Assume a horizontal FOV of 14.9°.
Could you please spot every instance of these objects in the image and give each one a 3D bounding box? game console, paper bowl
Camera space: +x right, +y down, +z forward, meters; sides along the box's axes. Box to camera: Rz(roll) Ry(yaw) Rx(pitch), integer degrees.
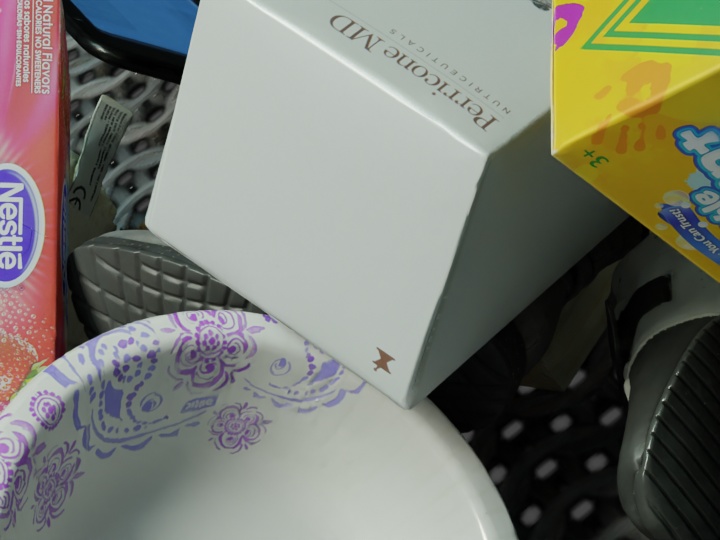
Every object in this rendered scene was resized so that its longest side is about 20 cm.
[{"bbox_3d":[-0.061,-0.151,1.308,0.176,0.117,0.200,-40,34,-3],"label":"game console"},{"bbox_3d":[-0.050,0.123,0.917,0.201,0.200,0.104,-63,7,-34],"label":"paper bowl"}]

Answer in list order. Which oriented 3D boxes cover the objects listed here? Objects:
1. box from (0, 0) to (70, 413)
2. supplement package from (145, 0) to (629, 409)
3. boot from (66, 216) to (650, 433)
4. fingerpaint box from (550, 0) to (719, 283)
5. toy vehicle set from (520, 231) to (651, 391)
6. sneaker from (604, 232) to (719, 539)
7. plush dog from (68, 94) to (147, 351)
[{"bbox_3d":[-0.161,-0.005,1.069,0.095,0.100,0.201,0,75,-4],"label":"box"},{"bbox_3d":[0.039,-0.068,0.946,0.117,0.118,0.200,34,44,17],"label":"supplement package"},{"bbox_3d":[0.000,0.000,1.041,0.199,0.070,0.132,11,36,27],"label":"boot"},{"bbox_3d":[0.183,-0.046,0.850,0.166,0.200,0.074,-26,46,34],"label":"fingerpaint box"},{"bbox_3d":[0.081,-0.041,1.127,0.124,0.027,0.200,8,55,47],"label":"toy vehicle set"},{"bbox_3d":[0.121,0.030,0.974,0.088,0.074,0.200,-17,28,39],"label":"sneaker"},{"bbox_3d":[-0.194,-0.013,1.250,0.171,0.201,0.160,13,24,38],"label":"plush dog"}]
